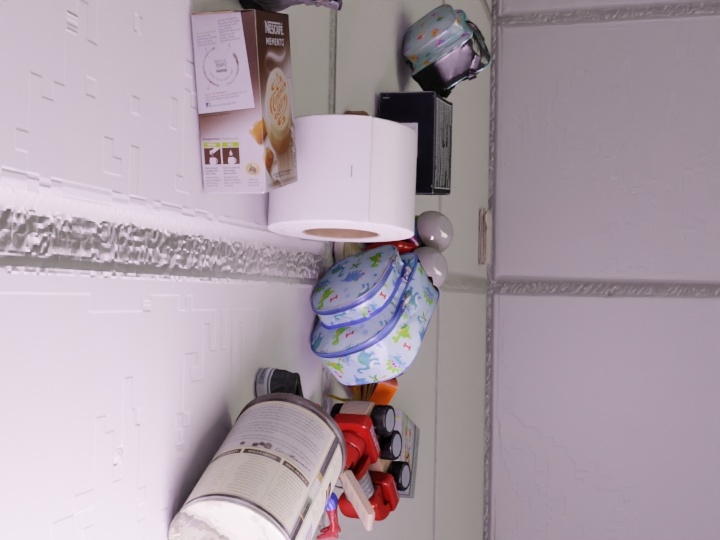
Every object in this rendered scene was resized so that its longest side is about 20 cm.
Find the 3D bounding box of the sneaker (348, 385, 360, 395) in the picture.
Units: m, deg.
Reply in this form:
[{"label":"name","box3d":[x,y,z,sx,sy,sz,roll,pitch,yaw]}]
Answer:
[{"label":"sneaker","box3d":[-0.002,0.172,1.602,0.201,0.072,0.078,76,-1,-53]}]

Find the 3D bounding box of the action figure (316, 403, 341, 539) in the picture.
[{"label":"action figure","box3d":[-0.062,0.306,1.393,0.065,0.051,0.202,12,74,-80]}]

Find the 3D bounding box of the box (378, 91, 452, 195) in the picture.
[{"label":"box","box3d":[0.114,-0.255,1.860,0.198,0.122,0.202,-12,104,-73]}]

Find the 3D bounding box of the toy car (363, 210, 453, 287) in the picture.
[{"label":"toy car","box3d":[0.071,-0.036,1.710,0.150,0.174,0.201,34,49,-27]}]

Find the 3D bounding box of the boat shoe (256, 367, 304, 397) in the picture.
[{"label":"boat shoe","box3d":[-0.092,0.208,1.259,0.201,0.056,0.069,73,23,-46]}]

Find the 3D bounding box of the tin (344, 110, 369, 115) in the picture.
[{"label":"tin","box3d":[0.006,-0.212,1.638,0.200,0.041,0.113,47,50,-68]}]

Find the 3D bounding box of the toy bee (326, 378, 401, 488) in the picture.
[{"label":"toy bee","box3d":[-0.010,0.242,1.514,0.131,0.200,0.109,42,8,-24]}]

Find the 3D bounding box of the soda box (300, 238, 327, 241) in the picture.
[{"label":"soda box","box3d":[-0.037,-0.100,1.434,0.200,0.063,0.069,-43,133,-69]}]

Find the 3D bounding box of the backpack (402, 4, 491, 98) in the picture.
[{"label":"backpack","box3d":[0.183,-0.495,2.010,0.154,0.175,0.201,49,21,-21]}]

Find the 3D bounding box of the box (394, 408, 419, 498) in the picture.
[{"label":"box","box3d":[0.085,0.395,1.940,0.200,0.041,0.157,55,38,-63]}]

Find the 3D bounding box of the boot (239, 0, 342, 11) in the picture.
[{"label":"boot","box3d":[-0.098,-0.357,1.077,0.200,0.130,0.071,-13,104,-74]}]

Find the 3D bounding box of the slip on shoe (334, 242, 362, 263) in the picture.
[{"label":"slip on shoe","box3d":[0.000,0.000,1.575,0.076,0.060,0.201,-71,156,-48]}]

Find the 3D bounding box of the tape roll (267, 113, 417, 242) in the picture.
[{"label":"tape roll","box3d":[-0.024,-0.119,1.229,0.203,0.201,0.141,19,73,-74]}]

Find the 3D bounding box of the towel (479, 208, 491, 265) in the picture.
[{"label":"towel","box3d":[0.449,-0.121,3.239,0.132,0.034,0.202,-2,93,-74]}]

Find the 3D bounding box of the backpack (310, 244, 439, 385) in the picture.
[{"label":"backpack","box3d":[0.009,0.069,1.414,0.147,0.182,0.201,51,40,-30]}]

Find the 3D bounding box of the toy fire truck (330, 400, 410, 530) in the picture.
[{"label":"toy fire truck","box3d":[0.005,0.318,1.355,0.200,0.128,0.177,-56,139,-50]}]

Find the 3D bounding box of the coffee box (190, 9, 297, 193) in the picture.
[{"label":"coffee box","box3d":[-0.132,-0.197,1.056,0.114,0.079,0.202,-40,129,-70]}]

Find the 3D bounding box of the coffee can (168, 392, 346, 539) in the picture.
[{"label":"coffee can","box3d":[-0.111,0.255,1.031,0.200,0.145,0.148,-59,146,-60]}]
